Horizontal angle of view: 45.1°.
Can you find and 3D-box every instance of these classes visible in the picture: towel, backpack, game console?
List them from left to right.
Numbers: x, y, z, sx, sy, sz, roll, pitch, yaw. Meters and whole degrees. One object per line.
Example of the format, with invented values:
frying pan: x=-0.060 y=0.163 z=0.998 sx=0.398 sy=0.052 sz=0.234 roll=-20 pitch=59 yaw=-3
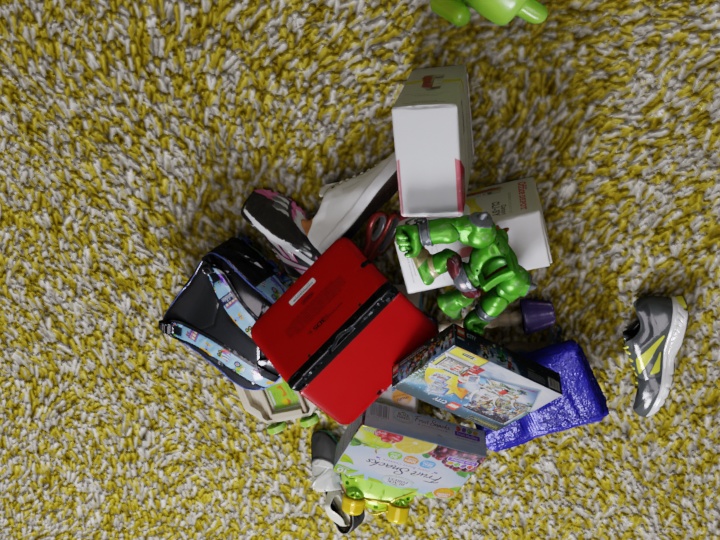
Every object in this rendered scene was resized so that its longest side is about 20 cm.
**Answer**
backpack: x=-0.173 y=0.071 z=1.318 sx=0.200 sy=0.135 sz=0.183 roll=40 pitch=118 yaw=1
game console: x=-0.023 y=0.087 z=1.234 sx=0.200 sy=0.119 sz=0.172 roll=-45 pitch=62 yaw=4
towel: x=0.261 y=0.197 z=1.315 sx=0.199 sy=0.050 sz=0.148 roll=-23 pitch=112 yaw=19

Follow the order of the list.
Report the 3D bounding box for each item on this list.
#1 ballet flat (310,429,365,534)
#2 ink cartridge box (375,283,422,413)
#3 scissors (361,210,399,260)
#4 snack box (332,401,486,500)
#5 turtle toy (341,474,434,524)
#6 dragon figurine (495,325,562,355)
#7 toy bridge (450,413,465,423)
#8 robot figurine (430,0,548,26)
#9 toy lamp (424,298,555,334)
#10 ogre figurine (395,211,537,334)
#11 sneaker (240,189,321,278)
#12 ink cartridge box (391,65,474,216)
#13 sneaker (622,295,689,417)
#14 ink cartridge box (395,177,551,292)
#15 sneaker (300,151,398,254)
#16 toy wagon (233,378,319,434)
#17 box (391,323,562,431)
ballet flat: x=-0.043 y=0.372 z=1.495 sx=0.068 sy=0.068 sz=0.201 roll=-9 pitch=115 yaw=33
ink cartridge box: x=0.029 y=0.136 z=1.344 sx=0.128 sy=0.125 sz=0.201 roll=1 pitch=115 yaw=7
scissors: x=0.000 y=0.000 z=1.285 sx=0.014 sy=0.073 sz=0.201 roll=28 pitch=93 yaw=31
snack box: x=0.074 y=0.277 z=1.327 sx=0.199 sy=0.053 sz=0.143 roll=17 pitch=136 yaw=-11
turtle toy: x=0.057 y=0.338 z=1.449 sx=0.199 sy=0.101 sz=0.147 roll=11 pitch=93 yaw=0
dragon figurine: x=0.239 y=0.161 z=1.362 sx=0.099 sy=0.059 sz=0.201 roll=29 pitch=115 yaw=-6
toy bridge: x=0.126 y=0.169 z=1.362 sx=0.027 sy=0.067 sz=0.200 roll=-33 pitch=139 yaw=-5
robot figurine: x=0.158 y=-0.387 z=1.079 sx=0.199 sy=0.116 sz=0.176 roll=33 pitch=106 yaw=-7
toy lamp: x=0.196 y=0.078 z=1.324 sx=0.199 sy=0.058 sz=0.059 roll=-9 pitch=114 yaw=5
ogre figurine: x=0.142 y=-0.002 z=1.099 sx=0.119 sy=0.098 sz=0.201 roll=-23 pitch=107 yaw=25
sneaker: x=-0.104 y=-0.033 z=1.312 sx=0.200 sy=0.080 sz=0.086 roll=40 pitch=136 yaw=-1
ink cartridge box: x=0.099 y=-0.174 z=1.145 sx=0.083 sy=0.200 sz=0.146 roll=-2 pitch=115 yaw=12
sneaker: x=0.434 y=0.125 z=1.318 sx=0.084 sy=0.074 sz=0.201 roll=11 pitch=108 yaw=9
ink cartridge box: x=0.158 y=-0.052 z=1.217 sx=0.199 sy=0.145 sz=0.084 roll=-11 pitch=113 yaw=12
sneaker: x=-0.009 y=-0.117 z=1.254 sx=0.200 sy=0.073 sz=0.085 roll=-45 pitch=73 yaw=6
toy wagon: x=-0.116 y=0.180 z=1.407 sx=0.199 sy=0.040 sz=0.156 roll=-16 pitch=101 yaw=28
box: x=0.162 y=0.154 z=1.213 sx=0.199 sy=0.038 sz=0.136 roll=26 pitch=136 yaw=-26
